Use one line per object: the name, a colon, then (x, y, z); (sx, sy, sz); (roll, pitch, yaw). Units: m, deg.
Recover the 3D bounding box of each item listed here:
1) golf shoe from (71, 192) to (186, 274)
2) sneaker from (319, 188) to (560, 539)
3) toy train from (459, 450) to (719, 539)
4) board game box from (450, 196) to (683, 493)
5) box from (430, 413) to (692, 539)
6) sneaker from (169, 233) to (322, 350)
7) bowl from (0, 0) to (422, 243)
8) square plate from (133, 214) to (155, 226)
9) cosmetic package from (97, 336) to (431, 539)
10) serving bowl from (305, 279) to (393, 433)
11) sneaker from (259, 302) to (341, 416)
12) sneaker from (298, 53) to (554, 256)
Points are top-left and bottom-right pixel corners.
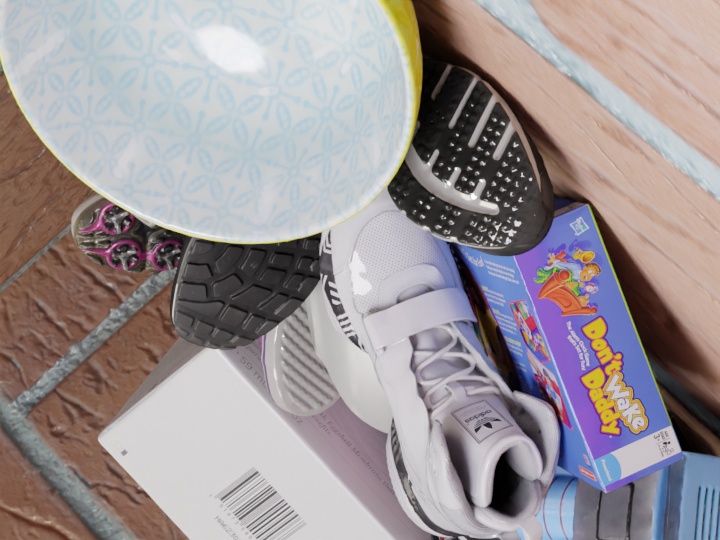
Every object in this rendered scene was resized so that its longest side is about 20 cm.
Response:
golf shoe: (-0.110, -0.059, 1.735); (0.092, 0.199, 0.073); (40, 144, 47)
sneaker: (0.044, 0.048, 1.294); (0.115, 0.075, 0.201); (17, 126, 68)
toy train: (0.134, 0.132, 1.380); (0.114, 0.087, 0.200); (16, 169, -43)
board game box: (0.093, 0.029, 1.326); (0.200, 0.045, 0.135); (-155, 43, -77)
box: (0.146, 0.175, 1.565); (0.200, 0.158, 0.046); (54, -160, -51)
sneaker: (-0.049, -0.056, 1.380); (0.076, 0.201, 0.088); (20, -169, -25)
bowl: (-0.059, -0.123, 1.203); (0.200, 0.200, 0.108); (50, -143, -24)
square plate: (-0.110, -0.131, 1.479); (0.028, 0.199, 0.200); (9, -175, -15)
cosmetic package: (-0.032, 0.104, 1.693); (0.199, 0.123, 0.200); (47, -150, -8)
serving bowl: (0.000, 0.000, 1.447); (0.200, 0.066, 0.201); (171, 90, -86)
sneaker: (-0.044, -0.017, 1.582); (0.072, 0.201, 0.114); (2, -174, -35)
sneaker: (0.038, -0.068, 1.252); (0.080, 0.074, 0.200); (25, -166, -45)
